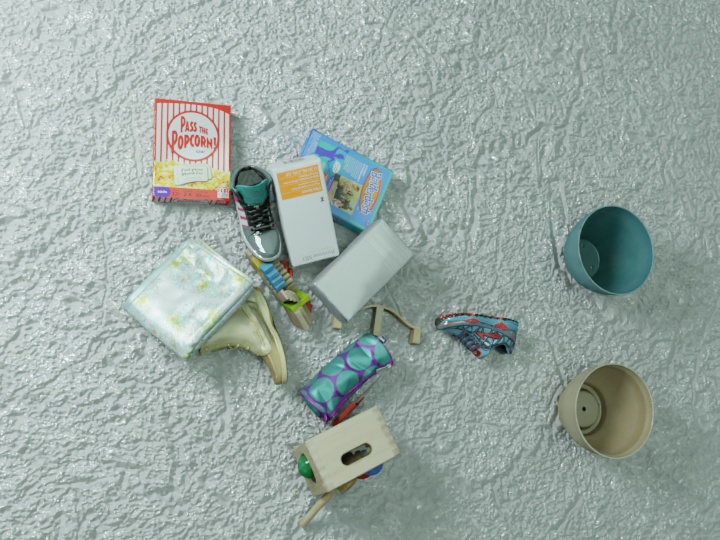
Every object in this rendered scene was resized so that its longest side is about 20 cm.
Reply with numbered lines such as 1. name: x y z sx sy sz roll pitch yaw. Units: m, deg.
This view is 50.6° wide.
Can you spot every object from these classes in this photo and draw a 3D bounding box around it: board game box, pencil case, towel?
1. board game box: -0.047 -0.184 1.607 0.199 0.045 0.153 26 75 -13
2. pencil case: -0.025 0.214 1.532 0.200 0.085 0.092 -40 56 -18
3. towel: -0.322 0.048 1.439 0.171 0.048 0.200 34 70 20
4. board game box: -0.336 -0.234 1.515 0.151 0.046 0.201 1 81 -19

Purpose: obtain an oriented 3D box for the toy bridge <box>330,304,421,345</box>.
1. toy bridge: 0.033 0.106 1.600 0.199 0.027 0.068 13 76 -17

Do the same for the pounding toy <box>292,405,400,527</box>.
1. pounding toy: -0.043 0.380 1.465 0.199 0.184 0.143 -23 78 -21

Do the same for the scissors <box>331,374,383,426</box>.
1. scissors: -0.007 0.257 1.480 0.073 0.200 0.014 -37 80 -32

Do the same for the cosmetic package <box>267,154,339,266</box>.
1. cosmetic package: -0.114 -0.120 1.520 0.101 0.071 0.201 -15 109 -11

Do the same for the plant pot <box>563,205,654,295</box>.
1. plant pot: 0.543 -0.037 1.739 0.199 0.135 0.201 3 81 -19

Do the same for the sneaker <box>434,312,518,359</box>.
1. sneaker: 0.253 0.142 1.644 0.199 0.079 0.096 8 81 -17

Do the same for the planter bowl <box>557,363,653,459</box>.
1. planter bowl: 0.522 0.309 1.680 0.199 0.135 0.201 3 80 -18

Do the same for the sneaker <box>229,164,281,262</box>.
1. sneaker: -0.201 -0.124 1.479 0.083 0.121 0.201 -18 71 -14

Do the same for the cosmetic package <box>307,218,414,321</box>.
1. cosmetic package: 0.000 0.000 1.539 0.200 0.090 0.107 -42 98 -12

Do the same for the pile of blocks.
1. pile of blocks: -0.148 0.024 1.522 0.062 0.082 0.200 -37 94 -20

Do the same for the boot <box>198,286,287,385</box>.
1. boot: -0.235 0.147 1.478 0.155 0.073 0.201 -19 87 -21
